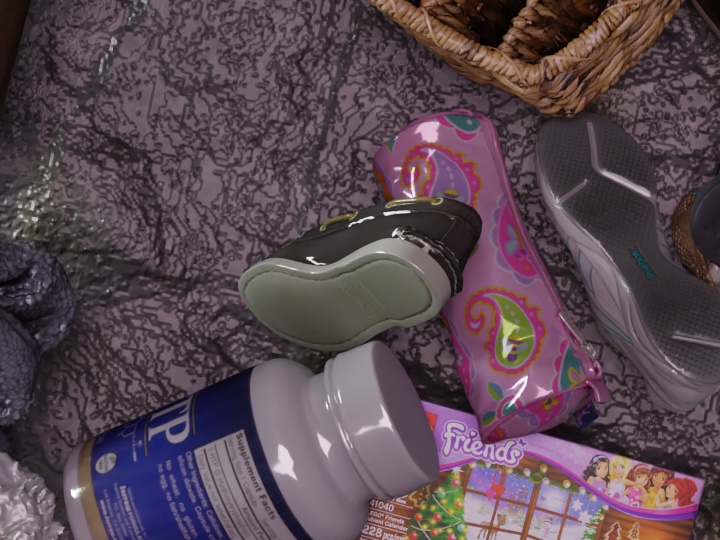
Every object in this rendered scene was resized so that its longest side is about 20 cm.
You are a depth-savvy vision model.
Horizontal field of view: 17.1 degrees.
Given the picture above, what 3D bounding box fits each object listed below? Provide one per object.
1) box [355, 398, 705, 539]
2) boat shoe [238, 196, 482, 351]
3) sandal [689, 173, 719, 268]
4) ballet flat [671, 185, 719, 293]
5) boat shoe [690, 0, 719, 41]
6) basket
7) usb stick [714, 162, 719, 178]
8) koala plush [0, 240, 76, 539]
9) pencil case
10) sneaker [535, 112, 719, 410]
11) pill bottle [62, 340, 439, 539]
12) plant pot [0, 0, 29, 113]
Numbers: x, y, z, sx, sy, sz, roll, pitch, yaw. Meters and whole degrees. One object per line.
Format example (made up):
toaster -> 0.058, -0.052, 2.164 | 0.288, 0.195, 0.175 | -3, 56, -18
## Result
box -> 0.095, 0.165, 1.459 | 0.200, 0.039, 0.137 | 15, 88, 3
boat shoe -> 0.000, 0.000, 1.412 | 0.072, 0.201, 0.061 | 49, 61, -19
sandal -> 0.283, 0.007, 1.386 | 0.200, 0.043, 0.076 | 20, 107, -6
ballet flat -> 0.253, 0.037, 1.443 | 0.070, 0.065, 0.200 | -36, 88, -5
boat shoe -> 0.252, -0.124, 1.417 | 0.059, 0.072, 0.200 | -20, 60, -11
basket -> 0.111, -0.204, 1.398 | 0.143, 0.149, 0.200 | 31, 89, 30
usb stick -> 0.305, -0.031, 1.423 | 0.200, 0.033, 0.055 | 25, 74, -1
koala plush -> -0.247, 0.089, 1.406 | 0.177, 0.184, 0.200 | -12, 80, 35
pencil case -> 0.077, 0.003, 1.429 | 0.087, 0.087, 0.200 | -23, 75, 2
sneaker -> 0.154, -0.003, 1.440 | 0.070, 0.080, 0.200 | -17, 66, -18
pill bottle -> -0.062, 0.120, 1.412 | 0.200, 0.120, 0.120 | -24, 87, 13
plant pot -> -0.278, -0.174, 1.416 | 0.200, 0.200, 0.198 | 11, 97, 3
